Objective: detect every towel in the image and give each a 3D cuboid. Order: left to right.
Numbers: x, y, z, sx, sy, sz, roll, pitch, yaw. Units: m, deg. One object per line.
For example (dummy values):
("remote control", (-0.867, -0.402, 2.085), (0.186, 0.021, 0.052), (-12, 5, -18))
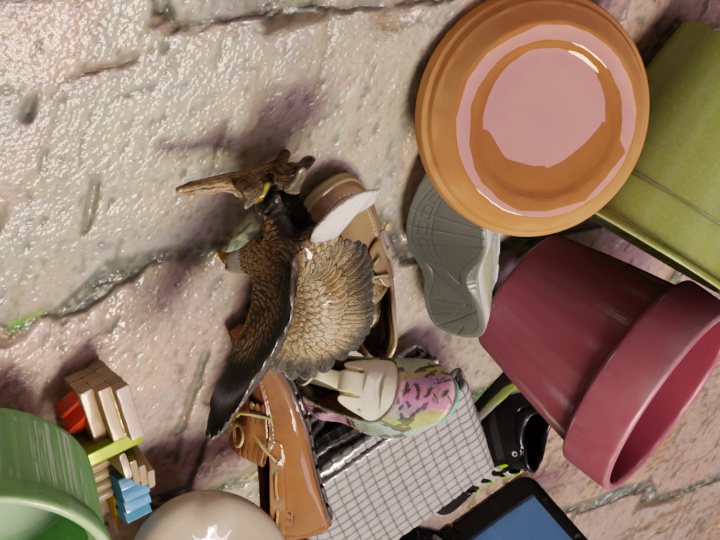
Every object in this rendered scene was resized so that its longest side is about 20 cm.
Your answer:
("towel", (0.016, 0.170, 1.583), (0.199, 0.086, 0.166), (-34, 142, -8))

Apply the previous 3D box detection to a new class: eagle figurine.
("eagle figurine", (-0.059, 0.014, 1.293), (0.150, 0.151, 0.202), (-10, 103, -10))

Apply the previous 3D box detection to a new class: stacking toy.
("stacking toy", (-0.151, 0.274, 1.476), (0.145, 0.147, 0.200), (-23, 175, -24))

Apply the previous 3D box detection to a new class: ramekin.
("ramekin", (-0.284, 0.193, 1.264), (0.198, 0.098, 0.201), (-8, 136, -8))

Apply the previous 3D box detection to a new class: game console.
("game console", (0.152, 0.304, 1.745), (0.119, 0.200, 0.172), (-52, 143, 13))

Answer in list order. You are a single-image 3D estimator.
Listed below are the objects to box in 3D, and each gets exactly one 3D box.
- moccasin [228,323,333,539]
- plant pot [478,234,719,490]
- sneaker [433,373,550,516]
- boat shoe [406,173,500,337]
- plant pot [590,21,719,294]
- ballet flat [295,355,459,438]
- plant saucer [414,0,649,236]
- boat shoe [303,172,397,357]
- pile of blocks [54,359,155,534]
("moccasin", (-0.081, 0.139, 1.434), (0.077, 0.074, 0.203), (-17, 120, -9))
("plant pot", (0.215, 0.069, 1.556), (0.200, 0.179, 0.201), (-43, 156, -24))
("sneaker", (0.137, 0.181, 1.704), (0.071, 0.083, 0.201), (17, 115, -49))
("boat shoe", (0.087, -0.025, 1.466), (0.203, 0.074, 0.065), (77, 30, -47))
("plant pot", (0.287, -0.107, 1.485), (0.200, 0.200, 0.191), (27, 94, -52))
("ballet flat", (-0.004, 0.097, 1.412), (0.071, 0.199, 0.070), (26, 76, -33))
("plant saucer", (0.142, -0.122, 1.352), (0.198, 0.037, 0.202), (-5, 107, -16))
("boat shoe", (0.000, 0.000, 1.404), (0.071, 0.065, 0.201), (-32, 143, -13))
("pile of blocks", (-0.209, 0.161, 1.360), (0.062, 0.082, 0.201), (-25, 141, -23))
